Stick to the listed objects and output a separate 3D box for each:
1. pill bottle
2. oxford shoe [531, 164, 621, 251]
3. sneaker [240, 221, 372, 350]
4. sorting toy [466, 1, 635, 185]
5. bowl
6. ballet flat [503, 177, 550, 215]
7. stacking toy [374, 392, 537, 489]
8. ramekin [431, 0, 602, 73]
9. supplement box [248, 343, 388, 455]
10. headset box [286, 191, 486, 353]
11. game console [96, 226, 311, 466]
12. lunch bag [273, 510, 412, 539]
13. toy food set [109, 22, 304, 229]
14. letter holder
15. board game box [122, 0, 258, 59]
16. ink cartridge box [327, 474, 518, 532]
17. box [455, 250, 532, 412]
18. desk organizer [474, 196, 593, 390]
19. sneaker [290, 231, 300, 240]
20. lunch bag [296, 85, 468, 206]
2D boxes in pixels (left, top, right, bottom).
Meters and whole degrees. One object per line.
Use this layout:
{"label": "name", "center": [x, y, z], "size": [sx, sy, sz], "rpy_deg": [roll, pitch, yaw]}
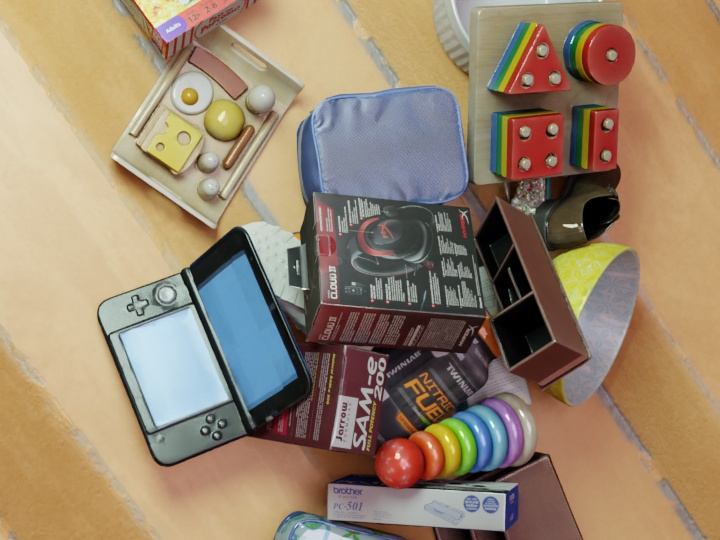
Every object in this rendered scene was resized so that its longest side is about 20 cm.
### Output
{"label": "pill bottle", "center": [0.071, 0.115, 1.500], "size": [0.200, 0.106, 0.106], "rpy_deg": [-37, 98, 4]}
{"label": "oxford shoe", "center": [0.282, -0.078, 1.599], "size": [0.200, 0.084, 0.073], "rpy_deg": [-48, 128, -46]}
{"label": "sneaker", "center": [-0.067, 0.028, 1.473], "size": [0.200, 0.081, 0.076], "rpy_deg": [41, 62, 5]}
{"label": "sorting toy", "center": [0.225, -0.201, 1.520], "size": [0.199, 0.070, 0.200], "rpy_deg": [-8, 108, -25]}
{"label": "bowl", "center": [0.242, 0.050, 1.582], "size": [0.107, 0.200, 0.201], "rpy_deg": [21, 76, 28]}
{"label": "ballet flat", "center": [0.204, -0.144, 1.618], "size": [0.063, 0.076, 0.201], "rpy_deg": [3, 79, 13]}
{"label": "stacking toy", "center": [0.099, 0.193, 1.471], "size": [0.199, 0.085, 0.086], "rpy_deg": [-9, 89, -36]}
{"label": "ramekin", "center": [0.179, -0.319, 1.598], "size": [0.199, 0.105, 0.202], "rpy_deg": [1, 86, -19]}
{"label": "supplement box", "center": [-0.054, 0.135, 1.435], "size": [0.061, 0.200, 0.110], "rpy_deg": [12, 83, -32]}
{"label": "headset box", "center": [0.021, 0.001, 1.407], "size": [0.199, 0.075, 0.149], "rpy_deg": [5, 53, -14]}
{"label": "game console", "center": [-0.171, 0.082, 1.421], "size": [0.170, 0.118, 0.201], "rpy_deg": [-20, 75, -17]}
{"label": "lunch bag", "center": [-0.016, 0.368, 1.498], "size": [0.199, 0.082, 0.162], "rpy_deg": [16, 80, -17]}
{"label": "toy food set", "center": [-0.171, -0.168, 1.493], "size": [0.143, 0.060, 0.201], "rpy_deg": [34, 76, -14]}
{"label": "letter holder", "center": [0.179, 0.331, 1.558], "size": [0.141, 0.101, 0.201], "rpy_deg": [-23, 94, -17]}
{"label": "board game box", "center": [-0.213, -0.357, 1.478], "size": [0.151, 0.046, 0.200], "rpy_deg": [-36, 84, -17]}
{"label": "ink cartridge box", "center": [0.071, 0.257, 1.479], "size": [0.199, 0.094, 0.045], "rpy_deg": [0, 88, 15]}
{"label": "box", "center": [0.134, 0.076, 1.585], "size": [0.082, 0.049, 0.201], "rpy_deg": [-17, 92, -19]}
{"label": "desk organizer", "center": [0.177, 0.023, 1.476], "size": [0.077, 0.072, 0.201], "rpy_deg": [24, 39, -48]}
{"label": "sneaker", "center": [0.000, 0.000, 1.512], "size": [0.199, 0.112, 0.078], "rpy_deg": [17, 81, -17]}
{"label": "lunch bag", "center": [0.028, -0.133, 1.520], "size": [0.199, 0.132, 0.137], "rpy_deg": [-6, 90, -13]}
